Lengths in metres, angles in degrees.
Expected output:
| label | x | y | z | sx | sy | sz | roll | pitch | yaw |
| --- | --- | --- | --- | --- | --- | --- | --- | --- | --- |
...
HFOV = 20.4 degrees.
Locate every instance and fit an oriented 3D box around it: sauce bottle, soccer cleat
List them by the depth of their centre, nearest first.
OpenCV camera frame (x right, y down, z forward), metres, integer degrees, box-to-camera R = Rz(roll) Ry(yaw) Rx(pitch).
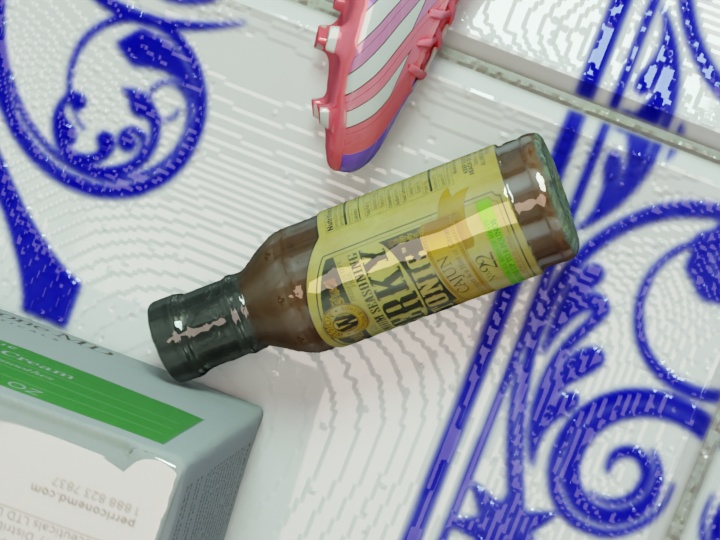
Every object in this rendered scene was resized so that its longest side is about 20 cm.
| label | x | y | z | sx | sy | sz | roll | pitch | yaw |
| --- | --- | --- | --- | --- | --- | --- | --- | --- | --- |
| soccer cleat | 0.028 | -0.139 | 0.910 | 0.076 | 0.067 | 0.200 | 11 | 97 | -8 |
| sauce bottle | 0.000 | 0.000 | 0.920 | 0.200 | 0.065 | 0.065 | -22 | 90 | 11 |

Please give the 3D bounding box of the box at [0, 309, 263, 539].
| label | x | y | z | sx | sy | sz | roll | pitch | yaw |
| --- | --- | --- | --- | --- | --- | --- | --- | --- | --- |
| box | -0.175 | 0.131 | 0.900 | 0.199 | 0.171 | 0.200 | 19 | 95 | 7 |
